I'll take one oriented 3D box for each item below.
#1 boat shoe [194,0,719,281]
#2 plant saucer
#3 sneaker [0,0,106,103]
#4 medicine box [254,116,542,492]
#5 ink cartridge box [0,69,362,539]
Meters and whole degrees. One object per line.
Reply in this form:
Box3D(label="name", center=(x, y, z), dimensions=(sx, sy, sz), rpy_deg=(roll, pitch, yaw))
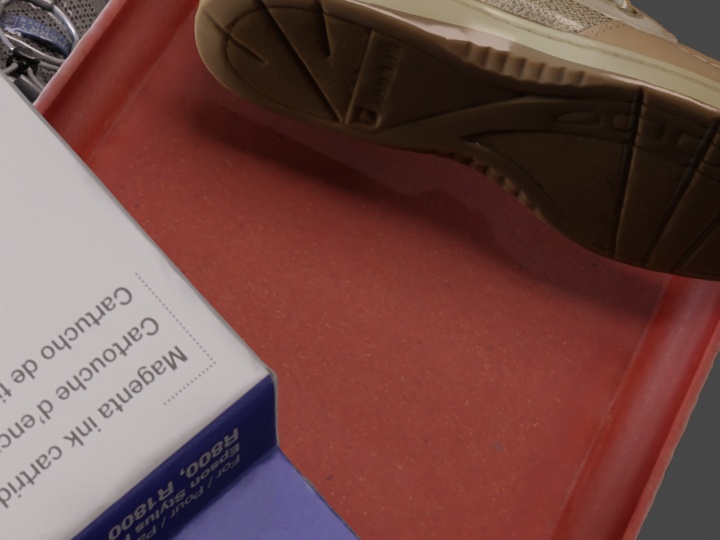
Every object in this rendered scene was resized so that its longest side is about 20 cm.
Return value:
Box3D(label="boat shoe", center=(0.056, -0.058, 0.790), dimensions=(0.199, 0.071, 0.065), rpy_deg=(22, 50, -6))
Box3D(label="plant saucer", center=(0.000, 0.000, 0.792), dimensions=(0.199, 0.037, 0.200), rpy_deg=(31, 48, 0))
Box3D(label="sneaker", center=(-0.117, -0.049, 0.986), dimensions=(0.074, 0.082, 0.200), rpy_deg=(16, 50, -14))
Box3D(label="medicine box", center=(-0.013, 0.032, 0.907), dimensions=(0.103, 0.182, 0.200), rpy_deg=(16, 51, -15))
Box3D(label="ink cartridge box", center=(-0.123, 0.055, 0.672), dimensions=(0.196, 0.043, 0.200), rpy_deg=(-41, 82, -22))
